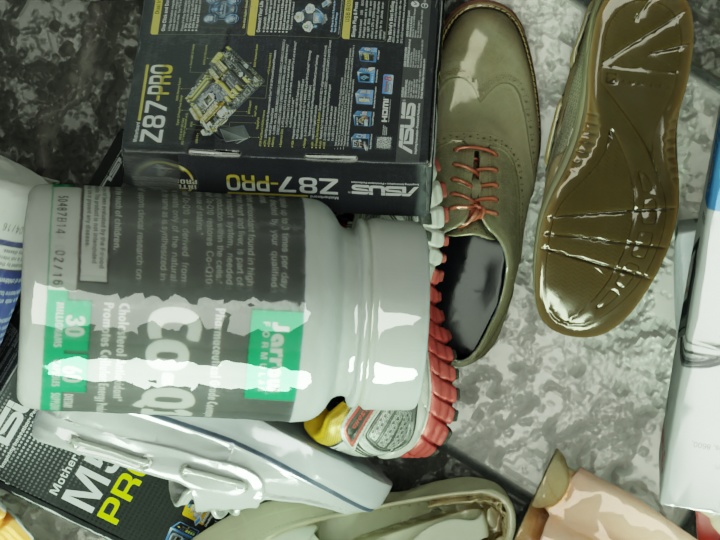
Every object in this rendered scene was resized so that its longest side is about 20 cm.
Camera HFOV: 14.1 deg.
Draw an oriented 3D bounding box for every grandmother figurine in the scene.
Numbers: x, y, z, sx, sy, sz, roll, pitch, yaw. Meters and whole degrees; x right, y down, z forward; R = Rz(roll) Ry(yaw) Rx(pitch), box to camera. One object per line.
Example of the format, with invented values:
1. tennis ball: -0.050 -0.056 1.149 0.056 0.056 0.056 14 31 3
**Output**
1. grandmother figurine: 0.181 0.176 1.606 0.199 0.061 0.122 25 133 5

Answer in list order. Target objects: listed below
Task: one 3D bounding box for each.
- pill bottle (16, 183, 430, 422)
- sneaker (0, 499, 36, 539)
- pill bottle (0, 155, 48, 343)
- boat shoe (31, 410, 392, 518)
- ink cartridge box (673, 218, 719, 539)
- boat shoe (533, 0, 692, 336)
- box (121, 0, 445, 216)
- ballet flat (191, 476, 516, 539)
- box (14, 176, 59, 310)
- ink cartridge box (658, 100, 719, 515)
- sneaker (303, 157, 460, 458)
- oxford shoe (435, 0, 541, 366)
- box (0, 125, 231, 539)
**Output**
1. pill bottle: -0.069 0.017 1.449 0.199 0.113 0.114 2 97 -6
2. sneaker: -0.190 0.196 1.595 0.077 0.078 0.200 -43 125 -13
3. pill bottle: -0.242 0.031 1.511 0.110 0.111 0.201 21 97 0
4. boat shoe: -0.080 0.097 1.549 0.199 0.074 0.066 24 98 -17
5. ink cartridge box: 0.256 0.067 1.599 0.161 0.050 0.201 -4 94 4
6. boat shoe: 0.135 -0.065 1.576 0.072 0.065 0.201 7 106 -7
7. box: -0.036 -0.121 1.531 0.160 0.049 0.201 3 52 1
8. ballet flat: -0.006 0.154 1.588 0.199 0.069 0.070 -14 96 -13
9. box: -0.238 0.037 1.608 0.094 0.078 0.201 14 97 1
10. ink cartridge box: 0.209 0.019 1.502 0.084 0.145 0.201 9 99 5
11. sneaker: 0.000 0.000 1.540 0.082 0.078 0.201 -3 82 -28
12. oxford shoe: 0.066 -0.045 1.580 0.070 0.075 0.201 1 98 -3
13. box: -0.109 0.047 1.579 0.160 0.044 0.201 30 93 -29
